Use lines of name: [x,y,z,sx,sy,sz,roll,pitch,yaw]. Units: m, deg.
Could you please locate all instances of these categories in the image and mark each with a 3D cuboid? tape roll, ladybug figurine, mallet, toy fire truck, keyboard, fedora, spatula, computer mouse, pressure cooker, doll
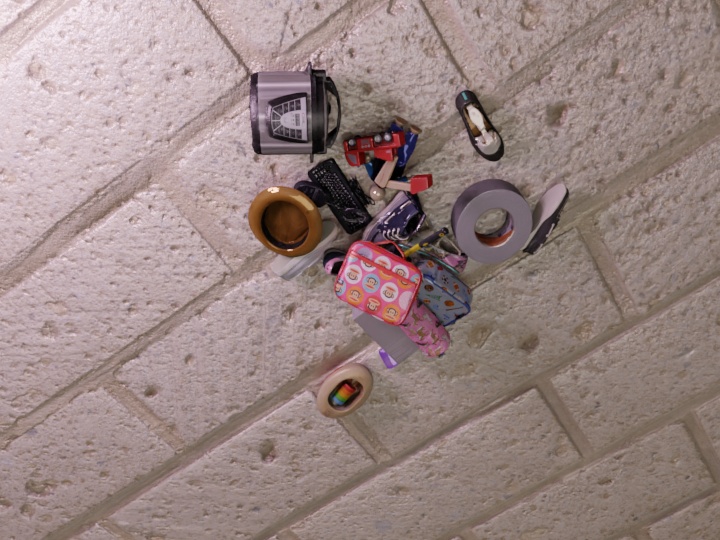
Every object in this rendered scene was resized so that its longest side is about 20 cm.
tape roll: [0.327,-0.122,1.696,0.194,0.067,0.205,-3,119,-4]
ladybug figurine: [-0.047,0.332,1.903,0.135,0.072,0.200,38,109,-23]
mallet: [0.132,-0.062,1.624,0.065,0.042,0.200,28,144,-16]
toy fire truck: [0.061,-0.244,1.551,0.195,0.049,0.145,-4,106,22]
keyboard: [-0.038,-0.179,1.636,0.103,0.040,0.201,-30,119,11]
fedora: [-0.171,-0.129,1.611,0.195,0.083,0.204,7,130,8]
spatula: [0.051,0.189,1.864,0.056,0.021,0.202,-29,118,12]
computer mouse: [-0.068,-0.168,1.629,0.196,0.035,0.059,24,133,-11]
pressure cooker: [-0.139,-0.341,1.458,0.194,0.184,0.177,-1,159,-6]
doll: [0.076,-0.251,1.600,0.134,0.049,0.203,27,116,-2]

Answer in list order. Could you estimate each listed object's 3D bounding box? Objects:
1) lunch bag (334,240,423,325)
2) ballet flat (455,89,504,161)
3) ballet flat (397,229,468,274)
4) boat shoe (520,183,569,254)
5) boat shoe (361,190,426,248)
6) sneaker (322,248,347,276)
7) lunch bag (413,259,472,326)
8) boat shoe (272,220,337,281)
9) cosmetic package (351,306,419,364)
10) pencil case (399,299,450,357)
lunch bag: [0.050,0.018,1.624,0.196,0.082,0.180,25,95,6]
ballet flat: [0.280,-0.324,1.574,0.067,0.069,0.201,-34,118,12]
ballet flat: [0.187,-0.060,1.717,0.196,0.069,0.073,24,97,-15]
boat shoe: [0.468,-0.125,1.706,0.059,0.075,0.202,21,118,-17]
boat shoe: [0.079,-0.099,1.656,0.074,0.094,0.201,22,116,-35]
sneaker: [0.000,0.000,1.716,0.194,0.083,0.072,6,119,-10]
lunch bag: [0.188,0.068,1.761,0.199,0.077,0.159,37,136,-21]
boat shoe: [-0.129,-0.046,1.692,0.199,0.071,0.071,-37,137,12]
cosmetic package: [0.065,0.138,1.788,0.090,0.108,0.200,-38,115,17]
pencil case: [0.147,0.138,1.732,0.082,0.088,0.200,-22,124,36]
